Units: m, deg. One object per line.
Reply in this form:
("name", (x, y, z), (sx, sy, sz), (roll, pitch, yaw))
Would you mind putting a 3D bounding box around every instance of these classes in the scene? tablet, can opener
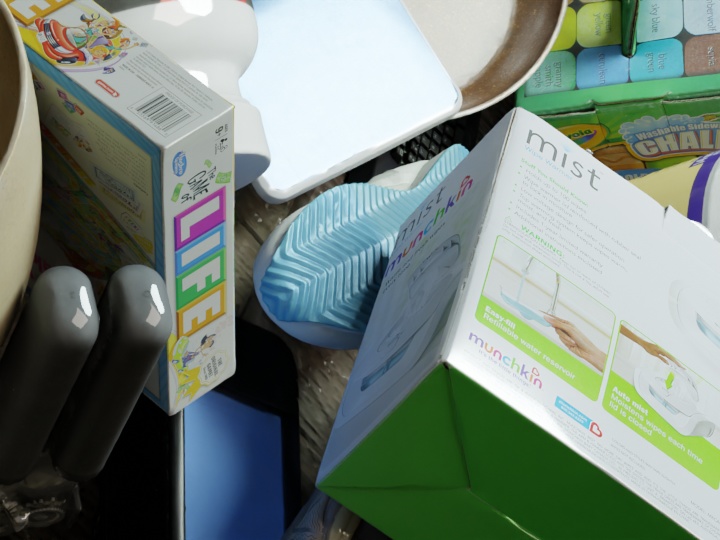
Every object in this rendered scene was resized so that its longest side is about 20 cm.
("tablet", (-0.047, -0.138, 1.238), (0.130, 0.014, 0.201), (-28, 83, -34))
("can opener", (-0.119, 0.043, 0.961), (0.053, 0.200, 0.067), (-1, 60, -22))

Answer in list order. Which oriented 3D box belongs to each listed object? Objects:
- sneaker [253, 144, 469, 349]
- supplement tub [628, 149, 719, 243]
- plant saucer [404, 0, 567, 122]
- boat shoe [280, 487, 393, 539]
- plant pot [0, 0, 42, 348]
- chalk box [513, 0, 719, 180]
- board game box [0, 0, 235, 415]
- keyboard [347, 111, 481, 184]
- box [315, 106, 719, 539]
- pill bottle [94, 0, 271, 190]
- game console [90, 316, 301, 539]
("sneaker", (0.000, 0.000, 1.205), (0.077, 0.081, 0.200), (62, 28, 2))
("supplement tub", (0.139, 0.029, 1.271), (0.145, 0.199, 0.146), (26, 55, -45))
("plant saucer", (0.008, -0.160, 1.302), (0.199, 0.034, 0.201), (8, 66, -17))
("boat shoe", (0.029, 0.087, 1.126), (0.073, 0.075, 0.200), (37, 44, 0))
("plant pot", (-0.197, -0.005, 0.909), (0.135, 0.199, 0.201), (77, 18, -50))
("chalk box", (0.149, -0.106, 1.372), (0.200, 0.123, 0.125), (63, 26, -53))
("board game box", (-0.125, -0.053, 0.969), (0.034, 0.135, 0.200), (-33, 56, -30))
("keyboard", (0.023, -0.105, 1.361), (0.127, 0.021, 0.201), (42, 42, -30))
("box", (0.103, 0.059, 1.080), (0.200, 0.097, 0.177), (34, 38, -14))
("pill bottle", (-0.109, -0.128, 1.124), (0.116, 0.116, 0.201), (-3, 73, -52))
("game console", (-0.053, 0.081, 1.077), (0.175, 0.116, 0.201), (26, 52, -42))
